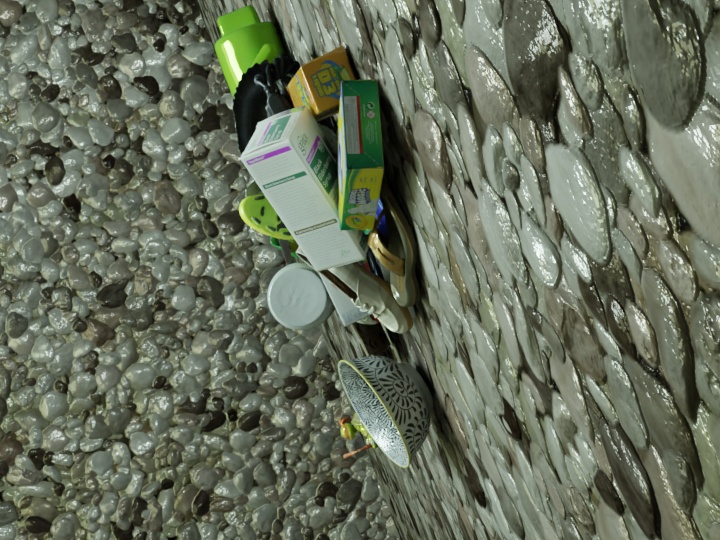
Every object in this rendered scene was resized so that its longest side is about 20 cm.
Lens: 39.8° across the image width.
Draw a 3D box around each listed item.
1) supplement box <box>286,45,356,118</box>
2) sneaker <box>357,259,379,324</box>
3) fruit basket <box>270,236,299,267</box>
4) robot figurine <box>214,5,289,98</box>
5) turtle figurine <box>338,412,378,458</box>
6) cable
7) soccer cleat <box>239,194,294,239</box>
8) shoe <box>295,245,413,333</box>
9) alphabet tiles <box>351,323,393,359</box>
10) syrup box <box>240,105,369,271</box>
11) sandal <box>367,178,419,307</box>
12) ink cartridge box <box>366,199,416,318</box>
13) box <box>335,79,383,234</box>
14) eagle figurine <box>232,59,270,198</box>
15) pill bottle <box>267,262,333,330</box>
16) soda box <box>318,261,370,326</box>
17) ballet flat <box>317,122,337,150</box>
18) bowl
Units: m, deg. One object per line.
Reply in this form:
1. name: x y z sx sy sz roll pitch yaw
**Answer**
1. supplement box: -0.050 -0.238 1.309 0.200 0.068 0.067 -170 57 -79
2. sneaker: 0.000 0.000 1.601 0.077 0.085 0.201 -36 51 40
3. fruit basket: -0.103 -0.108 1.704 0.200 0.093 0.186 70 -140 -65
4. robot figurine: -0.182 -0.355 1.742 0.175 0.115 0.201 -123 12 -84
5. turtle figurine: 0.027 0.263 1.779 0.200 0.160 0.065 -156 45 -80
6. cable: -0.087 -0.219 1.474 0.201 0.051 0.163 59 -158 -19
7. soccer cleat: -0.112 -0.073 1.545 0.083 0.199 0.065 -10 76 48
8. shoe: -0.009 0.022 1.399 0.200 0.053 0.070 45 157 9
9. alphabet tiles: 0.013 0.095 1.745 0.167 0.006 0.200 64 -169 4
10. syrup box: -0.063 -0.103 1.285 0.201 0.081 0.079 58 -148 -31
11. sandal: 0.037 -0.026 1.294 0.080 0.054 0.201 -120 16 -47
12. ink cartridge box: 0.032 -0.025 1.417 0.100 0.039 0.201 -118 11 -47
13. box: -0.004 -0.129 1.195 0.200 0.048 0.118 94 173 -69
14. eagle figurine: -0.124 -0.207 1.571 0.152 0.150 0.201 120 134 -61
15. pill bottle: -0.094 0.042 1.627 0.200 0.109 0.110 1 -113 -88
16. soda box: -0.038 -0.023 1.475 0.068 0.063 0.201 -91 -24 -84
17. ballet flat: -0.039 -0.143 1.368 0.200 0.072 0.072 31 -150 -60
18. bowl: 0.056 0.209 1.614 0.201 0.094 0.201 51 161 25
